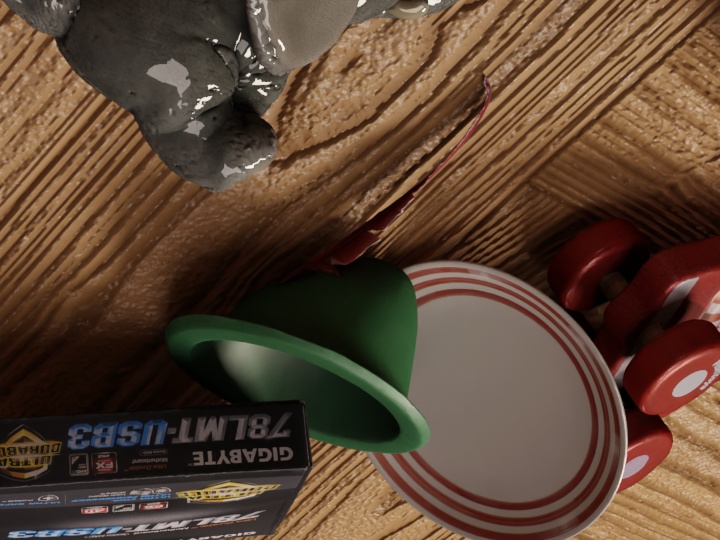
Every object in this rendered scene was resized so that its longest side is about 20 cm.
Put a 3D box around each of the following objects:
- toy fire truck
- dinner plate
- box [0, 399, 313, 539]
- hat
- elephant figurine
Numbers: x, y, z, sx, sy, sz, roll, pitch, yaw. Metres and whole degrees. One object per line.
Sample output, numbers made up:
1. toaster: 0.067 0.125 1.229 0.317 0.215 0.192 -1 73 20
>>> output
1. toy fire truck: 0.198 0.049 1.058 0.168 0.112 0.200 -11 142 -32
2. dinner plate: 0.077 0.083 1.027 0.024 0.200 0.200 -35 161 -50
3. box: -0.141 0.136 1.036 0.200 0.050 0.199 -3 158 -12
4. hat: 0.000 0.000 1.005 0.200 0.176 0.166 6 153 36
5. elephant figurine: -0.036 -0.146 0.769 0.200 0.155 0.142 -40 90 11
